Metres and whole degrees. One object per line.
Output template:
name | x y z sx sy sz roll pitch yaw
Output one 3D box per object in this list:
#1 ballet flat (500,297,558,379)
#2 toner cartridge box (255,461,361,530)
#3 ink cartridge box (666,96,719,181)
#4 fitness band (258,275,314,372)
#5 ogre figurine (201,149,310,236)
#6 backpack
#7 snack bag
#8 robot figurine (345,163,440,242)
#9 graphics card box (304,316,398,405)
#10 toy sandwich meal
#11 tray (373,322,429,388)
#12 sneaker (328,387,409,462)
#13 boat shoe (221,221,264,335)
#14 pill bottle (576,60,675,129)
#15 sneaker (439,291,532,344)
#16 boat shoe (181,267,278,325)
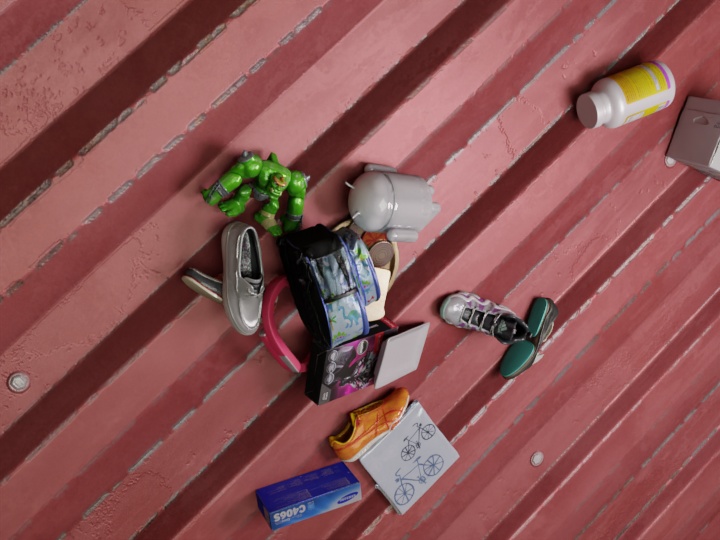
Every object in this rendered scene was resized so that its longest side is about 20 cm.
ballet flat | 0.382 0.158 1.981 0.068 0.068 0.203 28 92 -37
toner cartridge box | -0.105 0.454 1.820 0.196 0.095 0.044 -14 112 -20
ink cartridge box | 0.818 -0.283 2.010 0.196 0.145 0.148 17 98 -27
fitness band | -0.126 0.103 1.701 0.202 0.037 0.145 59 44 -36
ogre figurine | -0.176 -0.143 1.616 0.197 0.099 0.121 26 112 -14
backpack | -0.047 0.026 1.615 0.144 0.183 0.205 -19 106 -15
snack bag | 0.102 0.406 1.945 0.188 0.021 0.201 -42 118 -9
robot figurine | 0.057 -0.129 1.705 0.196 0.172 0.113 1 146 -36
graphics card box | -0.016 0.175 1.759 0.197 0.051 0.128 -13 124 -42
toy sandwich meal | 0.000 0.000 1.749 0.201 0.070 0.210 -7 108 -23
tray | 0.079 0.165 1.808 0.199 0.022 0.110 -13 122 -62
sneaker | 0.021 0.308 1.852 0.199 0.073 0.078 -42 108 -12
boat shoe | -0.199 0.017 1.593 0.071 0.068 0.206 -5 98 -39
pill bottle | 0.553 -0.363 1.885 0.196 0.104 0.106 -22 113 -18
sneaker | 0.272 0.105 1.868 0.196 0.140 0.080 10 102 -27
boat shoe | -0.237 0.037 1.650 0.198 0.071 0.064 30 80 -32
